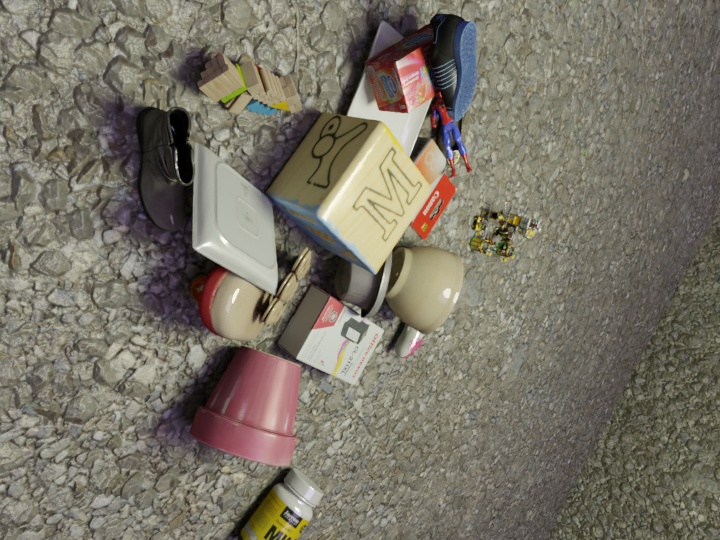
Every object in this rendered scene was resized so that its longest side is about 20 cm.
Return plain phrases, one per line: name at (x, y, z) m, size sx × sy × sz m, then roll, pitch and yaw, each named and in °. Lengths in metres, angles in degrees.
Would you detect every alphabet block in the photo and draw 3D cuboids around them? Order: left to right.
alphabet block at (-0.021, -0.148, 0.966) m, size 0.201 × 0.194 × 0.196 m, roll -55°, pitch 134°, yaw -8°

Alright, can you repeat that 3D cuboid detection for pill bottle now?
pill bottle at (-0.181, 0.562, 1.162) m, size 0.201 × 0.114 × 0.115 m, roll -52°, pitch 132°, yaw -12°

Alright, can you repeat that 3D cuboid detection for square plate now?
square plate at (-0.196, -0.084, 0.841) m, size 0.200 × 0.028 × 0.201 m, roll 40°, pitch 36°, yaw -54°
square plate at (0.067, -0.364, 1.057) m, size 0.196 × 0.028 × 0.203 m, roll 18°, pitch 95°, yaw -44°

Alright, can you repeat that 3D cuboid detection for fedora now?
fedora at (0.000, 0.000, 1.078) m, size 0.089 × 0.202 × 0.178 m, roll 15°, pitch 136°, yaw -12°

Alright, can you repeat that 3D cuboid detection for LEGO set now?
LEGO set at (0.406, -0.095, 1.406) m, size 0.198 × 0.115 × 0.156 m, roll 17°, pitch 96°, yaw -43°

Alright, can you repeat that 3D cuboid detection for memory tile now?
memory tile at (-0.134, 0.036, 0.961) m, size 0.017 × 0.200 × 0.155 m, roll 31°, pitch 83°, yaw -2°

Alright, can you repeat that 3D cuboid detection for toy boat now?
toy boat at (-0.239, 0.047, 0.904) m, size 0.200 × 0.129 × 0.133 m, roll 76°, pitch 32°, yaw -79°

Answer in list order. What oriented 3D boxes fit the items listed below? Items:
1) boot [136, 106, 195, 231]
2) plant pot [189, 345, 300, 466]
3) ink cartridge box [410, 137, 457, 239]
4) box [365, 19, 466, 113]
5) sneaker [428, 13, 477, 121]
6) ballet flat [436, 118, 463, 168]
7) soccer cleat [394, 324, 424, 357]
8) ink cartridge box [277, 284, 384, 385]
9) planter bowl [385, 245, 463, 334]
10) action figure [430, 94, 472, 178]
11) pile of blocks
boot at (-0.288, -0.143, 0.775) m, size 0.067 × 0.130 × 0.204 m, roll -17°, pitch 117°, yaw -34°
plant pot at (-0.201, 0.251, 0.982) m, size 0.199 × 0.198 × 0.182 m, roll 32°, pitch 69°, yaw -43°
ink cartridge box at (0.156, -0.183, 1.203) m, size 0.200 × 0.050 × 0.163 m, roll 41°, pitch 79°, yaw -39°
box at (0.118, -0.397, 0.995) m, size 0.199 × 0.095 × 0.101 m, roll -38°, pitch 128°, yaw -23°
sneaker at (0.165, -0.371, 0.940) m, size 0.070 × 0.077 × 0.201 m, roll -44°, pitch 151°, yaw -22°
ballet flat at (0.218, -0.339, 1.195) m, size 0.067 × 0.046 × 0.204 m, roll -14°, pitch 115°, yaw -36°
soccer cleat at (0.141, 0.126, 1.307) m, size 0.200 × 0.069 × 0.087 m, roll -49°, pitch 122°, yaw -22°
ink cartridge box at (-0.059, 0.144, 1.122) m, size 0.199 × 0.082 × 0.147 m, roll 35°, pitch 83°, yaw -43°
planter bowl at (0.125, 0.026, 1.181) m, size 0.133 × 0.200 × 0.203 m, roll 25°, pitch 90°, yaw -16°
action figure at (0.194, -0.310, 1.131) m, size 0.099 × 0.064 × 0.204 m, roll -31°, pitch 106°, yaw -68°
pile of blocks at (-0.185, -0.310, 0.859) m, size 0.198 × 0.082 × 0.063 m, roll 1°, pitch 64°, yaw -50°
